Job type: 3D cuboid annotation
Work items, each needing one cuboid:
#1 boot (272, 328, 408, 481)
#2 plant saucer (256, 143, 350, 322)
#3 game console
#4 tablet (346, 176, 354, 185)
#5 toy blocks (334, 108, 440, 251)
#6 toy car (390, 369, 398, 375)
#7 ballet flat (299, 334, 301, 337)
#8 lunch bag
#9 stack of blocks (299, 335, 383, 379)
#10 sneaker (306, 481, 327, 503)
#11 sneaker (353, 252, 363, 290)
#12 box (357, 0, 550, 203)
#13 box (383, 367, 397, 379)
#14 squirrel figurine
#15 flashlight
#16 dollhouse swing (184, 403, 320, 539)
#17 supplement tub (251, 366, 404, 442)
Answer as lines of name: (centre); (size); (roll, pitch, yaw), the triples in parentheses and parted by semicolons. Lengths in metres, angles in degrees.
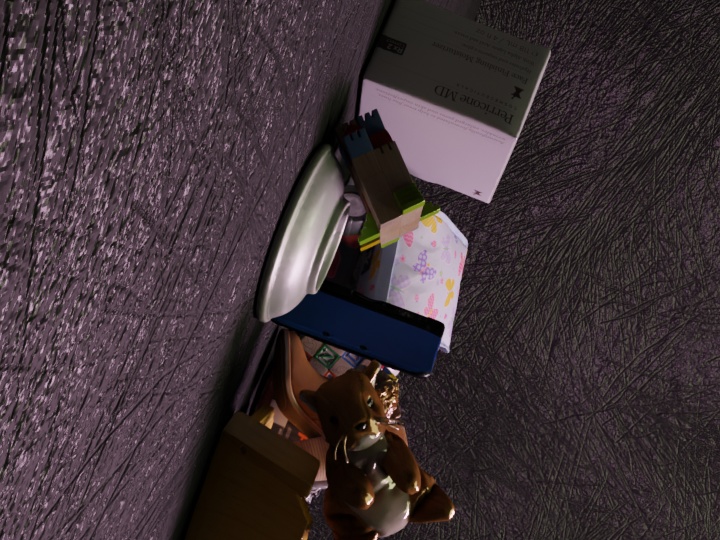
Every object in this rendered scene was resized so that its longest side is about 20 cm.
boot: (-0.027, 0.165, 1.277); (0.074, 0.152, 0.203); (138, -58, -66)
plant saucer: (-0.052, -0.032, 1.067); (0.200, 0.050, 0.203); (22, 89, -86)
game console: (-0.009, 0.091, 1.199); (0.172, 0.197, 0.119); (103, 9, -53)
tablet: (-0.035, -0.052, 1.479); (0.201, 0.013, 0.131); (105, 8, -57)
toy blocks: (0.017, -0.111, 1.110); (0.099, 0.139, 0.200); (-23, 174, -2)
toy car: (-0.036, 0.153, 1.652); (0.202, 0.172, 0.151); (-66, 146, -32)
ballet flat: (-0.042, 0.060, 1.585); (0.073, 0.072, 0.202); (104, 7, -63)
lunch bag: (0.061, 0.005, 1.350); (0.200, 0.125, 0.173); (37, 62, -66)
stack of blocks: (-0.064, 0.159, 1.441); (0.201, 0.115, 0.059); (-50, -177, 25)
sneaker: (-0.077, 0.309, 1.496); (0.075, 0.198, 0.083); (-36, 110, -46)
sneaker: (0.000, 0.000, 1.465); (0.091, 0.076, 0.204); (-118, -143, -81)
box: (0.107, -0.208, 1.238); (0.200, 0.196, 0.132); (101, 11, -71)
box: (-0.027, 0.225, 1.537); (0.069, 0.064, 0.202); (6, 120, -48)
squirrel figurine: (-0.003, 0.184, 1.095); (0.200, 0.140, 0.189); (-114, -179, -66)
flashlight: (-0.030, -0.030, 1.329); (0.201, 0.067, 0.069); (113, -36, -53)
dollhouse swing: (-0.111, 0.285, 1.194); (0.175, 0.180, 0.203); (-5, 118, -63)
supplement tub: (-0.043, 0.205, 1.352); (0.107, 0.197, 0.108); (23, 90, -87)
